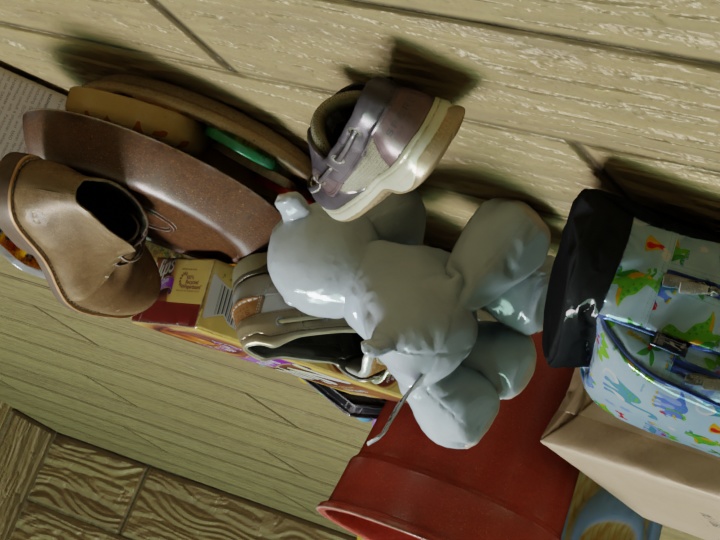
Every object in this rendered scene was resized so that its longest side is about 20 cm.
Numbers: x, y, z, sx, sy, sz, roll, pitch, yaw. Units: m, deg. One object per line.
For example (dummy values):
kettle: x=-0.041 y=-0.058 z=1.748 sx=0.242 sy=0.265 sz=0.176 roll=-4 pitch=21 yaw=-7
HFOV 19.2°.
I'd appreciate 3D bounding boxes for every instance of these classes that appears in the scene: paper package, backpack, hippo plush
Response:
paper package: x=0.264 y=0.137 z=1.588 sx=0.191 sy=0.104 sz=0.200 roll=14 pitch=166 yaw=36
backpack: x=0.210 y=0.043 z=1.240 sx=0.200 sy=0.154 sz=0.163 roll=7 pitch=162 yaw=0
hippo plush: x=0.017 y=0.024 z=1.384 sx=0.161 sy=0.200 sz=0.159 roll=27 pitch=140 yaw=33

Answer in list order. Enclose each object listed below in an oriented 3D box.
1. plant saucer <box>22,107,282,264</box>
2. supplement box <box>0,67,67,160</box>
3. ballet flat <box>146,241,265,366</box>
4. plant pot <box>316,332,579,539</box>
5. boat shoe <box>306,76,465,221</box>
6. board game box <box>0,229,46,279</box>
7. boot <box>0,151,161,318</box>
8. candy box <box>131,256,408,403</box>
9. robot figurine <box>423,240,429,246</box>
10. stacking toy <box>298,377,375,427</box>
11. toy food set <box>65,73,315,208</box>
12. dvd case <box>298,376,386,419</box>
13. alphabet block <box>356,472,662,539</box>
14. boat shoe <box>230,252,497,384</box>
plant saucer: x=-0.146 y=-0.051 z=1.463 sx=0.200 sy=0.035 sz=0.200 roll=22 pitch=169 yaw=4
supplement box: x=-0.284 y=-0.108 z=1.606 sx=0.200 sy=0.074 sz=0.126 roll=24 pitch=169 yaw=-4
ballet flat: x=-0.130 y=0.002 z=1.675 sx=0.200 sy=0.071 sz=0.071 roll=32 pitch=171 yaw=17
plant pot: x=0.094 y=0.137 z=1.680 sx=0.201 sy=0.195 sz=0.201 roll=22 pitch=169 yaw=5
boat shoe: x=0.002 y=-0.077 z=1.239 sx=0.065 sy=0.072 sz=0.200 roll=37 pitch=168 yaw=-9
board game box: x=-0.275 y=-0.046 z=1.752 sx=0.200 sy=0.026 sz=0.200 roll=40 pitch=-172 yaw=29
boot: x=-0.172 y=-0.015 z=1.440 sx=0.075 sy=0.074 sz=0.200 roll=7 pitch=160 yaw=23
candy box: x=-0.053 y=0.045 z=1.565 sx=0.200 sy=0.056 sz=0.117 roll=18 pitch=172 yaw=-28
robot figurine: x=0.000 y=0.000 z=1.589 sx=0.145 sy=0.058 sz=0.200 roll=32 pitch=166 yaw=-38
stacking toy: x=-0.024 y=0.083 z=1.979 sx=0.200 sy=0.085 sz=0.085 roll=28 pitch=169 yaw=6
toy food set: x=-0.111 y=-0.077 z=1.483 sx=0.198 sy=0.049 sz=0.200 roll=24 pitch=168 yaw=-3
dvd case: x=-0.014 y=0.080 z=1.825 sx=0.149 sy=0.016 sz=0.200 roll=8 pitch=-161 yaw=-43
alphabet block: x=0.134 y=0.225 z=1.889 sx=0.200 sy=0.196 sz=0.195 roll=13 pitch=-179 yaw=38
boat shoe: x=0.006 y=0.044 z=1.474 sx=0.200 sy=0.068 sz=0.075 roll=9 pitch=148 yaw=-14
